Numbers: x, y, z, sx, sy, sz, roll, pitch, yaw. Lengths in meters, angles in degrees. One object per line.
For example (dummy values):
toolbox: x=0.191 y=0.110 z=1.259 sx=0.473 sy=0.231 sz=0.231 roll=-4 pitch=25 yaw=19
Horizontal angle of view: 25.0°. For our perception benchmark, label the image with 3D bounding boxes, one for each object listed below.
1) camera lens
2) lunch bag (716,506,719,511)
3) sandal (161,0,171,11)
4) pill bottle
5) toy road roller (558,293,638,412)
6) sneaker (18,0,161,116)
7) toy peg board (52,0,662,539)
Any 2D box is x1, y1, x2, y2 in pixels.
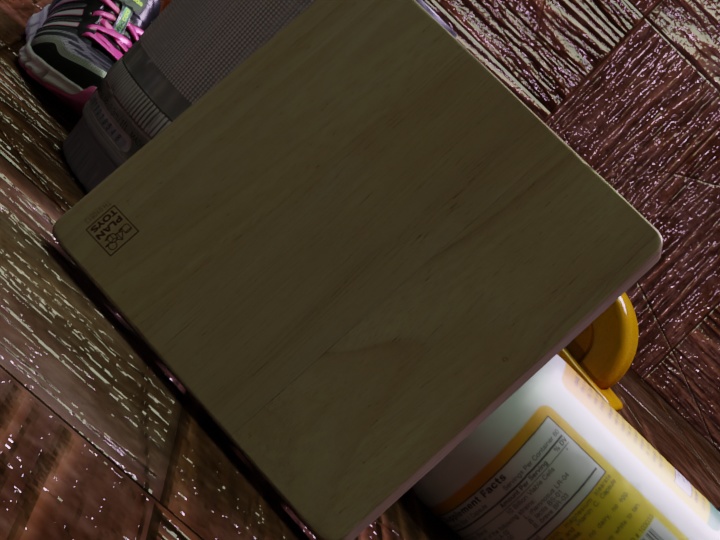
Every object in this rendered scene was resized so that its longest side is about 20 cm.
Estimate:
camera lens: x=-0.051 y=-0.097 z=0.926 sx=0.160 sy=0.200 sz=0.160 roll=43 pitch=7 yaw=-7
lunch bag: x=0.297 y=0.252 z=1.042 sx=0.170 sy=0.127 sz=0.200 roll=43 pitch=19 yaw=-11
sandal: x=-0.124 y=-0.118 z=1.181 sx=0.079 sy=0.059 sz=0.207 roll=108 pitch=-37 yaw=-58
pill bottle: x=0.099 y=0.114 z=0.898 sx=0.200 sy=0.113 sz=0.113 roll=43 pitch=7 yaw=-3
toy road roller: x=0.159 y=0.090 z=1.174 sx=0.200 sy=0.146 sz=0.123 roll=50 pitch=9 yaw=12
sneaker: x=-0.167 y=-0.153 z=1.052 sx=0.074 sy=0.087 sz=0.200 roll=40 pitch=8 yaw=-24
toy peg board: x=0.000 y=0.000 z=0.766 sx=0.199 sy=0.200 sz=0.098 roll=46 pitch=-10 yaw=18
